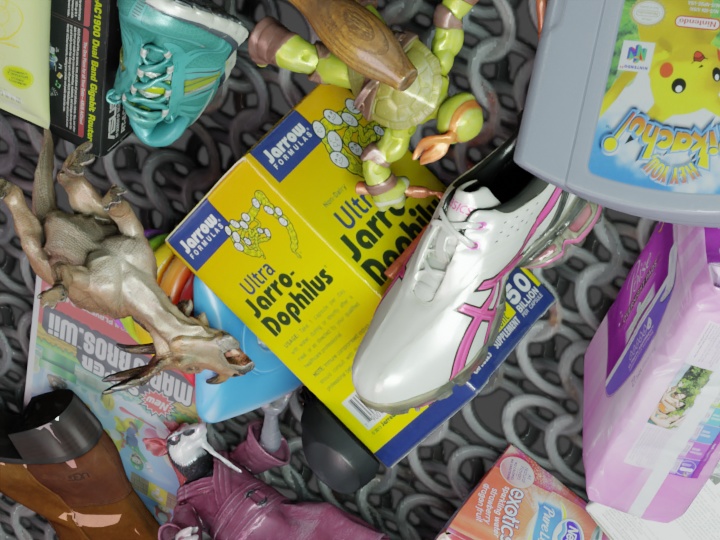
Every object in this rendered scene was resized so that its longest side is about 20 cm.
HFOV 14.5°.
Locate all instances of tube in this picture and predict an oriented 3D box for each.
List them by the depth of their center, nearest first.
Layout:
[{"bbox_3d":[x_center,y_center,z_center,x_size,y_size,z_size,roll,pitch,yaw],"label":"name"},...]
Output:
[{"bbox_3d":[-0.214,-0.171,1.721,0.058,0.052,0.201,60,152,35],"label":"tube"}]

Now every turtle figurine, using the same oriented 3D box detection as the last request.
[{"bbox_3d":[0.011,-0.108,1.652,0.161,0.064,0.201,34,112,23],"label":"turtle figurine"}]

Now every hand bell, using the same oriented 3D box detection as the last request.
[{"bbox_3d":[-0.044,-0.169,1.621,0.200,0.104,0.104,41,137,20],"label":"hand bell"}]

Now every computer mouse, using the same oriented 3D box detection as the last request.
[{"bbox_3d":[-0.023,0.106,1.803,0.059,0.034,0.200,44,180,-8],"label":"computer mouse"}]

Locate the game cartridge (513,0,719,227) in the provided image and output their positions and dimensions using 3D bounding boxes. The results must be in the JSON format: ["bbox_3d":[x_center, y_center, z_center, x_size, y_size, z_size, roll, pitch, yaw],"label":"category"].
[{"bbox_3d":[0.181,-0.092,1.542,0.199,0.040,0.134,8,85,30],"label":"game cartridge"}]

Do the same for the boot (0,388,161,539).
[{"bbox_3d":[-0.217,0.180,2.054,0.188,0.069,0.200,-15,120,33],"label":"boot"}]

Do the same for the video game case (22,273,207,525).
[{"bbox_3d":[-0.171,0.088,1.992,0.142,0.017,0.201,26,133,16],"label":"video game case"}]

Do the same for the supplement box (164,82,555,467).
[{"bbox_3d":[0.000,0.000,1.740,0.200,0.109,0.110,45,136,-2],"label":"supplement box"}]

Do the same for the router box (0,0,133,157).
[{"bbox_3d":[-0.203,-0.188,1.777,0.149,0.062,0.201,25,133,19],"label":"router box"}]

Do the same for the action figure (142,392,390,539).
[{"bbox_3d":[-0.066,0.170,1.929,0.200,0.134,0.149,42,164,21],"label":"action figure"}]

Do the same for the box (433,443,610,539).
[{"bbox_3d":[0.073,0.223,1.861,0.095,0.103,0.200,38,135,6],"label":"box"}]

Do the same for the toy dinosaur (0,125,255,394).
[{"bbox_3d":[-0.162,0.002,1.757,0.200,0.086,0.136,48,171,40],"label":"toy dinosaur"}]

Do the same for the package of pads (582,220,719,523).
[{"bbox_3d":[0.190,0.037,1.623,0.075,0.121,0.200,13,135,-12],"label":"package of pads"}]

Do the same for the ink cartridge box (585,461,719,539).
[{"bbox_3d":[0.240,0.134,1.715,0.109,0.050,0.200,48,134,-5],"label":"ink cartridge box"}]

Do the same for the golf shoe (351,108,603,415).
[{"bbox_3d":[0.056,-0.009,1.627,0.072,0.200,0.092,25,158,38],"label":"golf shoe"}]

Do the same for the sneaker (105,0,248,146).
[{"bbox_3d":[-0.114,-0.123,1.691,0.077,0.080,0.200,27,170,7],"label":"sneaker"}]

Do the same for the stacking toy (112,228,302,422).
[{"bbox_3d":[-0.128,0.014,1.860,0.199,0.109,0.117,17,116,39],"label":"stacking toy"}]
